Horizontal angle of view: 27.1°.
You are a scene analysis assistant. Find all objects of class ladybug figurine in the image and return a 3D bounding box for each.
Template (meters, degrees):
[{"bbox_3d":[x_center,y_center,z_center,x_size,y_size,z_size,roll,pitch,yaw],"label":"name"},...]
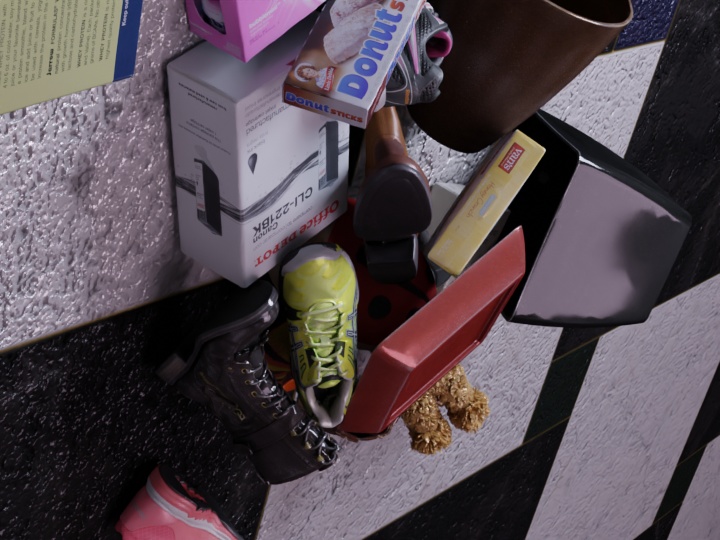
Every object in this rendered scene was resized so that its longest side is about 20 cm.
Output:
[{"bbox_3d":[0.000,0.000,1.430,0.199,0.072,0.137,29,68,-24],"label":"ladybug figurine"}]

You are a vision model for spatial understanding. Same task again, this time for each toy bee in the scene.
[{"bbox_3d":[-0.054,0.070,1.506,0.199,0.110,0.131,-9,156,-40],"label":"toy bee"}]

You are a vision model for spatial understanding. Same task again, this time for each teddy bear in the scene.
[{"bbox_3d":[0.063,0.106,1.621,0.067,0.143,0.202,-94,171,-76],"label":"teddy bear"}]

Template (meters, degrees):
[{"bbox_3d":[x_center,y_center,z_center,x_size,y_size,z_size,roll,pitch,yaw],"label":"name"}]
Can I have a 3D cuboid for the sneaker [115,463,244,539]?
[{"bbox_3d":[-0.185,0.262,1.508,0.087,0.074,0.200,-42,146,-3],"label":"sneaker"}]

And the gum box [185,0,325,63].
[{"bbox_3d":[-0.060,-0.266,1.183,0.200,0.066,0.114,-43,149,-27],"label":"gum box"}]

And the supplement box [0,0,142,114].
[{"bbox_3d":[-0.238,-0.207,0.879,0.199,0.134,0.202,-26,138,-46],"label":"supplement box"}]

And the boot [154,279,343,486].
[{"bbox_3d":[-0.080,0.108,1.340,0.200,0.174,0.069,-35,-167,50],"label":"boot"}]

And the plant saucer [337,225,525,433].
[{"bbox_3d":[0.074,0.068,1.425,0.200,0.037,0.200,-38,166,-26],"label":"plant saucer"}]

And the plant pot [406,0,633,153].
[{"bbox_3d":[0.130,-0.219,1.450,0.186,0.187,0.201,-17,149,-51],"label":"plant pot"}]

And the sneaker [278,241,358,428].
[{"bbox_3d":[-0.029,0.058,1.347,0.075,0.077,0.201,-14,134,-7],"label":"sneaker"}]

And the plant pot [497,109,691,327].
[{"bbox_3d":[0.252,-0.046,1.692,0.176,0.200,0.201,16,108,-19],"label":"plant pot"}]

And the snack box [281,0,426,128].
[{"bbox_3d":[0.002,-0.195,1.214,0.024,0.071,0.201,101,9,-49],"label":"snack box"}]

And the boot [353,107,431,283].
[{"bbox_3d":[0.029,-0.116,1.332,0.189,0.068,0.202,72,15,-64],"label":"boot"}]

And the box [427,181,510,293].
[{"bbox_3d":[0.087,0.006,1.680,0.082,0.068,0.202,0,118,-57],"label":"box"}]

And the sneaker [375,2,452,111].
[{"bbox_3d":[0.037,-0.207,1.296,0.081,0.085,0.202,92,1,-52],"label":"sneaker"}]

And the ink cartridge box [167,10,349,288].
[{"bbox_3d":[-0.083,-0.108,1.279,0.144,0.083,0.201,-38,146,-35],"label":"ink cartridge box"}]

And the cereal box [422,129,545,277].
[{"bbox_3d":[0.115,-0.064,1.446,0.144,0.039,0.200,-55,180,1],"label":"cereal box"}]

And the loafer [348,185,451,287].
[{"bbox_3d":[0.024,-0.041,1.556,0.072,0.063,0.200,-37,141,15],"label":"loafer"}]

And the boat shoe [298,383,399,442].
[{"bbox_3d":[0.003,0.165,1.698,0.199,0.070,0.071,12,106,-62],"label":"boat shoe"}]
